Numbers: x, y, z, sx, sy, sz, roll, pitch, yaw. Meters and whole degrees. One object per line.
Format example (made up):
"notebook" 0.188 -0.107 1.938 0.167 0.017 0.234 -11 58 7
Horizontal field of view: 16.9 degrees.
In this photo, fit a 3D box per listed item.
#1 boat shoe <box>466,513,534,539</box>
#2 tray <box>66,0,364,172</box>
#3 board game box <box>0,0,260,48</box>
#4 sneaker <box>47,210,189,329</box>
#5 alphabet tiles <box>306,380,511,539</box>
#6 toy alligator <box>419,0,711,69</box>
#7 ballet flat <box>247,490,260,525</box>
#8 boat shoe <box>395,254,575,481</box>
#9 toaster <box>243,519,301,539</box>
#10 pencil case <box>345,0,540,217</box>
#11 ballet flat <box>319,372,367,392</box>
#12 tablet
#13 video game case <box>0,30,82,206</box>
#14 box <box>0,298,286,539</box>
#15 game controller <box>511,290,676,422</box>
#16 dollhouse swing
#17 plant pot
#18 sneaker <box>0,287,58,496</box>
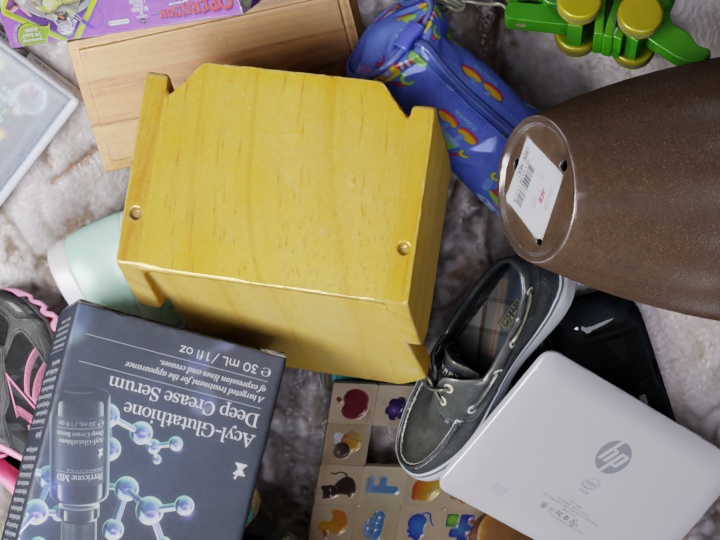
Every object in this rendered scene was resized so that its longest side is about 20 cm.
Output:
"boat shoe" 0.151 0.255 1.806 0.200 0.070 0.070 44 154 -9
"tray" -0.094 -0.137 1.679 0.199 0.037 0.099 -11 112 9
"board game box" -0.171 -0.218 1.618 0.199 0.032 0.121 -4 111 32
"sneaker" -0.124 0.041 1.739 0.118 0.074 0.201 -28 110 12
"alphabet tiles" 0.045 0.174 1.790 0.166 0.008 0.201 4 115 -15
"toy alligator" 0.142 -0.182 1.632 0.199 0.059 0.054 14 69 7
"ballet flat" -0.171 0.169 1.770 0.199 0.071 0.071 4 115 24
"boat shoe" 0.074 0.064 1.686 0.069 0.056 0.200 47 117 32
"toaster" -0.095 0.259 1.785 0.200 0.114 0.130 6 130 53
"pencil case" 0.083 -0.100 1.641 0.200 0.087 0.078 41 71 -20
"ballet flat" 0.000 0.000 1.715 0.064 0.067 0.200 46 138 29
"tablet" 0.165 0.145 1.726 0.200 0.014 0.130 30 107 -30
"video game case" -0.325 -0.105 1.722 0.182 0.023 0.200 37 111 -10
"box" -0.151 0.136 1.635 0.148 0.107 0.201 15 82 -12
"game controller" 0.175 0.111 1.759 0.104 0.042 0.201 -21 114 -3
"dollhouse swing" -0.036 -0.028 1.637 0.199 0.176 0.183 7 85 16
"plant pot" 0.195 -0.052 1.564 0.199 0.187 0.188 -1 117 -28
"sneaker" -0.243 0.103 1.723 0.095 0.201 0.079 -14 154 -28
